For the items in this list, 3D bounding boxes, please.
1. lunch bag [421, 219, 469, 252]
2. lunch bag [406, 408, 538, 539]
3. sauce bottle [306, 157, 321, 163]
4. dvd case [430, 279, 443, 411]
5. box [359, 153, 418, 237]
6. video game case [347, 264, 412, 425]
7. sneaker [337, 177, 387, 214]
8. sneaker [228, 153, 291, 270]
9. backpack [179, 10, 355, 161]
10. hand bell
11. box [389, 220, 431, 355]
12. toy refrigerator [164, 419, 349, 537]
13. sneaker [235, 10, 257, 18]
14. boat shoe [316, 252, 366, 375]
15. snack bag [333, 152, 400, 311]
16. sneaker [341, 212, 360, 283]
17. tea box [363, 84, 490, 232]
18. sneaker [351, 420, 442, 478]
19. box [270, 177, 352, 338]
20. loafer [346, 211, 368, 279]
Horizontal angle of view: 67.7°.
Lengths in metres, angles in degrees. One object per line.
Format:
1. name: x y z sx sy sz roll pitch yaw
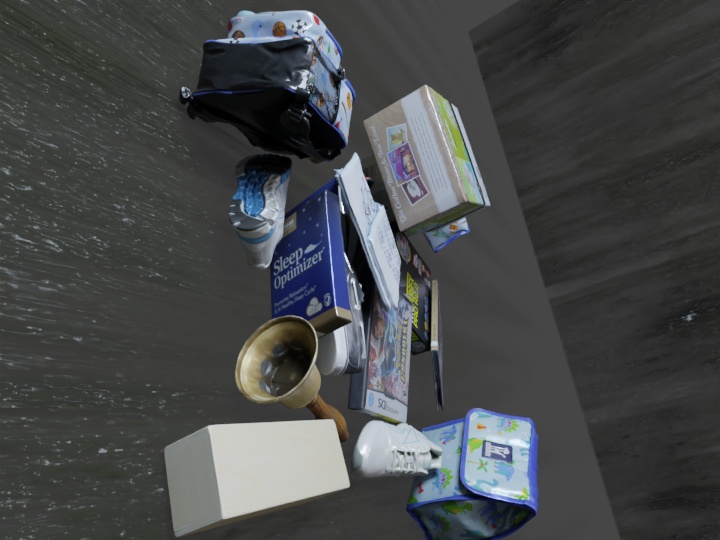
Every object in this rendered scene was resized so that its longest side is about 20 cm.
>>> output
1. lunch bag: 0.172 -0.176 1.277 0.172 0.121 0.202 57 15 -24
2. lunch bag: 0.184 0.322 0.846 0.130 0.195 0.171 58 29 -19
3. sauce bottle: -0.114 -0.249 0.830 0.199 0.065 0.068 40 38 -42
4. dvd case: 0.148 0.141 1.040 0.203 0.015 0.153 -79 163 -55
5. box: 0.060 -0.140 1.055 0.199 0.093 0.080 31 44 -54
6. video game case: 0.037 0.120 0.822 0.180 0.025 0.207 40 51 -58
7. sneaker: 0.014 -0.064 0.920 0.074 0.083 0.207 0 72 -62
8. sneaker: -0.128 -0.079 0.694 0.203 0.072 0.089 -87 178 -51
9. backpack: -0.097 -0.227 0.695 0.190 0.194 0.159 37 68 -63
10. hand bell: -0.057 0.156 0.650 0.202 0.101 0.107 60 25 -44
11. box: 0.084 0.033 1.032 0.161 0.043 0.204 51 32 -36
12. toy refrigerator: -0.096 0.201 0.539 0.198 0.069 0.078 22 46 -58
13. sneaker: -0.127 -0.329 0.853 0.200 0.073 0.083 50 13 -53
14. boat shoe: -0.028 0.033 0.704 0.066 0.071 0.207 6 64 -37
15. snack bag: 0.019 -0.068 0.785 0.189 0.021 0.205 -70 140 -69
16. sneaker: -0.062 -0.011 0.777 0.113 0.075 0.206 25 51 -33
17. tea box: 0.125 -0.187 0.962 0.195 0.131 0.206 -11 80 -63
18. sneaker: 0.057 0.257 0.762 0.198 0.078 0.073 16 86 -56
19. box: -0.069 -0.013 0.680 0.032 0.119 0.206 21 52 -41
20. loafer: 0.000 0.000 0.861 0.062 0.070 0.207 30 56 -51
